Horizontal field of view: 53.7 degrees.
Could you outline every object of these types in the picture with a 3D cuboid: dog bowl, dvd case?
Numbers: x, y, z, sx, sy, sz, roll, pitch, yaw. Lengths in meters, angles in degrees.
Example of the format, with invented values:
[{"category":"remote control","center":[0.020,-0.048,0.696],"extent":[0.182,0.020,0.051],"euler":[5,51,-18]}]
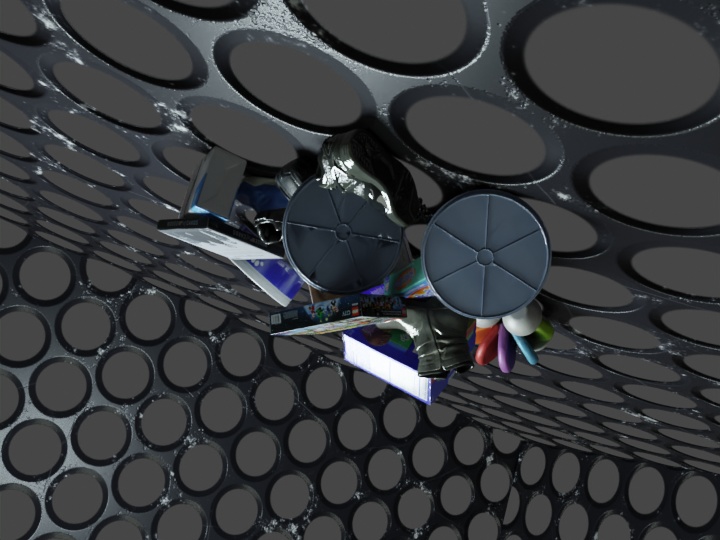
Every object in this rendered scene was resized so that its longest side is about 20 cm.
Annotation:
[{"category":"dog bowl","center":[-0.221,-0.012,1.638],"extent":[0.199,0.079,0.200],"euler":[42,177,3]},{"category":"dvd case","center":[-0.260,-0.058,1.343],"extent":[0.148,0.025,0.198],"euler":[1,166,38]}]

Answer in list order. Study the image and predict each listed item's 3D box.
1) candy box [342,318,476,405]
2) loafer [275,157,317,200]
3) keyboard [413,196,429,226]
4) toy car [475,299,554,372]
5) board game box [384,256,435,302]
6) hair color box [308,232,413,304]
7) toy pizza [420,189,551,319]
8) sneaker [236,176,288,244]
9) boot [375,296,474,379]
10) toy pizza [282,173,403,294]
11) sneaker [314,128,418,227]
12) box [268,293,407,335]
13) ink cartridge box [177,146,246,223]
[{"category":"candy box","center":[0.091,0.129,1.320],"extent":[0.197,0.169,0.078],"euler":[23,138,28]},{"category":"loafer","center":[-0.066,-0.099,1.207],"extent":[0.070,0.069,0.202],"euler":[-23,114,41]},{"category":"keyboard","center":[0.125,-0.057,1.200],"extent":[0.128,0.020,0.200],"euler":[53,171,9]},{"category":"toy car","center":[0.306,0.137,1.507],"extent":[0.196,0.153,0.175],"euler":[10,163,29]},{"category":"board game box","center":[0.159,0.028,1.220],"extent":[0.195,0.046,0.152],"euler":[10,160,-22]},{"category":"hair color box","center":[0.000,0.000,1.320],"extent":[0.196,0.112,0.065],"euler":[-21,155,11]},{"category":"toy pizza","center":[0.189,-0.024,1.081],"extent":[0.196,0.205,0.032],"euler":[18,-160,4]},{"category":"sneaker","center":[-0.183,-0.109,1.329],"extent":[0.197,0.114,0.076],"euler":[6,161,41]},{"category":"boot","center":[0.101,0.119,1.213],"extent":[0.197,0.134,0.067],"euler":[-12,158,37]},{"category":"toy pizza","center":[-0.028,-0.063,1.148],"extent":[0.196,0.205,0.032],"euler":[19,-172,-3]},{"category":"sneaker","center":[0.007,-0.138,1.075],"extent":[0.113,0.078,0.199],"euler":[7,158,44]},{"category":"box","center":[-0.038,0.076,1.202],"extent":[0.197,0.039,0.135],"euler":[-14,168,35]},{"category":"ink cartridge box","center":[-0.284,-0.142,1.328],"extent":[0.067,0.119,0.199],"euler":[21,165,-22]}]
